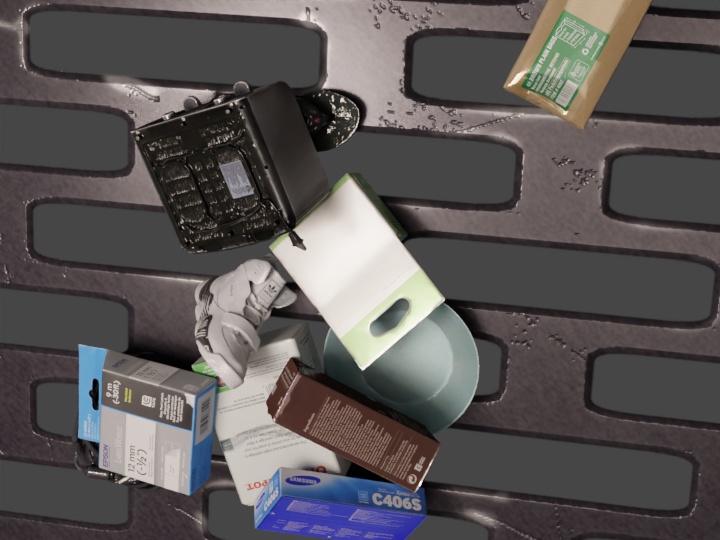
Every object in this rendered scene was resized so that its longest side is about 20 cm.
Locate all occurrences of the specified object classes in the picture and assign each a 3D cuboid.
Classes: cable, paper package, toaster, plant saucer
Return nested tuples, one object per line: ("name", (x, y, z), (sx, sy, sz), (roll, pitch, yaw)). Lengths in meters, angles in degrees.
("cable", (-0.300, 0.203, 1.852), (0.163, 0.051, 0.200), (20, 107, 6))
("paper package", (0.253, -0.278, 1.533), (0.103, 0.191, 0.200), (29, 110, 4))
("toaster", (-0.150, -0.119, 1.670), (0.181, 0.119, 0.200), (-12, 109, 33))
("plant saucer", (0.054, 0.114, 1.758), (0.201, 0.039, 0.201), (3, 106, 12))

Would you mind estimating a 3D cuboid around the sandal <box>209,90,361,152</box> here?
("sandal", (-0.098, -0.181, 1.709), (0.200, 0.048, 0.076), (0, 104, 13))

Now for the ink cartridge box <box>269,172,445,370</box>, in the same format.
("ink cartridge box", (0.000, 0.000, 1.711), (0.145, 0.048, 0.200), (-42, 79, 18))

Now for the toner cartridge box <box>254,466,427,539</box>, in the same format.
("toner cartridge box", (-0.025, 0.302, 1.756), (0.200, 0.043, 0.095), (12, 139, -21))

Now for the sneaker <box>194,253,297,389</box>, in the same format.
("sneaker", (-0.141, 0.054, 1.712), (0.115, 0.200, 0.075), (-32, 123, 11))

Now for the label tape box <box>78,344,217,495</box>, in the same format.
("label tape box", (-0.288, 0.188, 1.769), (0.200, 0.066, 0.144), (13, 112, 17))

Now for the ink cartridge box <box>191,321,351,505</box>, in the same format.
("ink cartridge box", (-0.110, 0.185, 1.788), (0.146, 0.083, 0.200), (-15, 100, 15))

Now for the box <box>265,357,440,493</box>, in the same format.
("box", (-0.011, 0.187, 1.691), (0.200, 0.100, 0.075), (26, 93, -12))
